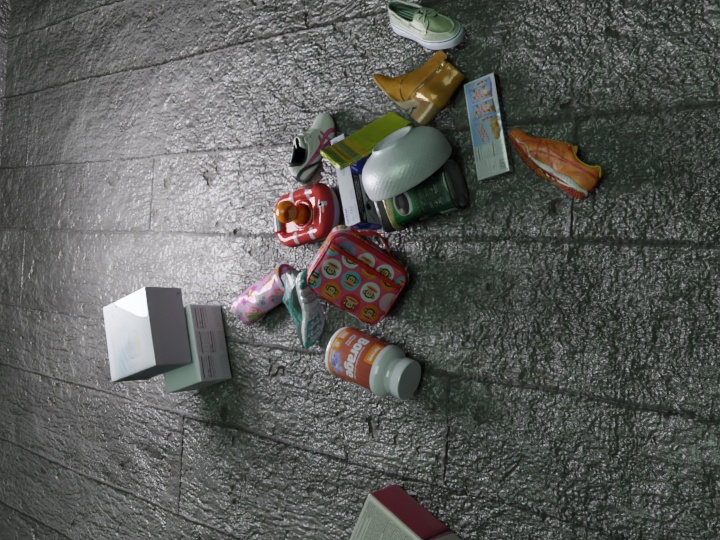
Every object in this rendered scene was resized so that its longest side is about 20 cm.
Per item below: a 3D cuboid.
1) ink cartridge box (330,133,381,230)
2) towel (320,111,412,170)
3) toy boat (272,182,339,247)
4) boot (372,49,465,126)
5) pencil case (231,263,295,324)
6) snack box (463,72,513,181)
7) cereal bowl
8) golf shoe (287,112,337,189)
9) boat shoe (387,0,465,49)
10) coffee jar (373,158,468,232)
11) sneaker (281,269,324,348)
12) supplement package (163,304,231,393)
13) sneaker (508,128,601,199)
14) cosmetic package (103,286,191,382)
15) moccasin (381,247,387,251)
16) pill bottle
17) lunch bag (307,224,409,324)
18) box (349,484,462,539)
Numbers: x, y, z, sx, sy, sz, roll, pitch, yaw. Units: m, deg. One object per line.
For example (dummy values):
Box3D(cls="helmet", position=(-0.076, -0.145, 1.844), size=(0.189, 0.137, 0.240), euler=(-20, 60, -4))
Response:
Box3D(cls="ink cartridge box", position=(-0.007, -0.195, 1.547), size=(0.044, 0.093, 0.205), euler=(-19, 76, 35))
Box3D(cls="towel", position=(0.012, -0.284, 1.493), size=(0.086, 0.198, 0.018), euler=(42, 157, 40))
Box3D(cls="toy boat", position=(-0.146, -0.133, 1.630), size=(0.197, 0.130, 0.134), euler=(-14, 79, 36))
Box3D(cls="boot", position=(0.126, -0.411, 1.481), size=(0.145, 0.070, 0.201), euler=(-52, 57, 13))
Box3D(cls="pencil case", position=(-0.233, 0.062, 1.722), size=(0.199, 0.087, 0.089), euler=(-34, 68, 32))
Box3D(cls="snack box", position=(0.256, -0.287, 1.390), size=(0.071, 0.024, 0.205), euler=(-13, 80, 38))
Box3D(cls="cereal bowl", position=(0.083, -0.232, 1.410), size=(0.197, 0.201, 0.084), euler=(-20, 113, 35))
Box3D(cls="golf shoe", position=(-0.111, -0.293, 1.605), size=(0.071, 0.092, 0.203), euler=(-2, 59, 31))
Box3D(cls="boat shoe", position=(0.131, -0.521, 1.464), size=(0.198, 0.062, 0.073), euler=(28, 80, 36))
Box3D(cls="coffee jar", position=(0.121, -0.152, 1.448), size=(0.197, 0.085, 0.106), euler=(-17, 92, 36))
Box3D(cls="sneaker", position=(-0.139, 0.084, 1.626), size=(0.090, 0.077, 0.204), euler=(15, 118, 36))
Box3D(cls="supplement package", position=(-0.449, 0.211, 1.862), size=(0.154, 0.110, 0.204), euler=(-21, 74, 35))
Box3D(cls="sneaker", position=(0.360, -0.209, 1.289), size=(0.077, 0.073, 0.200), euler=(-48, 63, 0))
Box3D(cls="cosmetic package", position=(-0.557, 0.168, 1.805), size=(0.197, 0.122, 0.204), euler=(-21, 75, 33))
Box3D(cls="moccasin", position=(-0.025, 0.000, 1.567), size=(0.198, 0.068, 0.082), euler=(-23, 74, 35))
Box3D(cls="pill bottle", position=(0.028, 0.202, 1.488), size=(0.197, 0.111, 0.115), euler=(18, 98, 37))
Box3D(cls="lunch bag", position=(0.000, 0.000, 1.482), size=(0.198, 0.082, 0.178), euler=(30, 107, -12))
Box3D(cls="box", position=(0.093, 0.558, 1.420), size=(0.198, 0.108, 0.130), euler=(32, 106, 34))
